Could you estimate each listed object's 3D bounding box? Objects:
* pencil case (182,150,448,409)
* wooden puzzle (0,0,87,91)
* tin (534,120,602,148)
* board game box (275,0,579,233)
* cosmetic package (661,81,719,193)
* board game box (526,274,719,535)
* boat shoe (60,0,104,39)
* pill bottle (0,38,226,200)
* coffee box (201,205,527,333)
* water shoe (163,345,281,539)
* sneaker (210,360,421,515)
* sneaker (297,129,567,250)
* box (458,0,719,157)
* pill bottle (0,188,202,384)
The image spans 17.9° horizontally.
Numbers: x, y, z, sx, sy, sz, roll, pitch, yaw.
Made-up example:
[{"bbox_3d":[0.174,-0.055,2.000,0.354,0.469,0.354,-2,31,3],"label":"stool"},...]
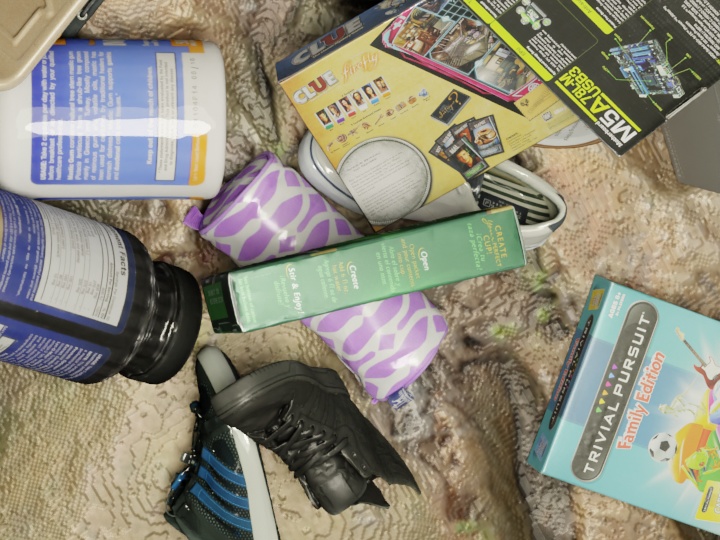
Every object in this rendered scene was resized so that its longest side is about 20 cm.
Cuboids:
[{"bbox_3d":[-0.026,0.006,1.631,0.200,0.084,0.085,46,131,-11],"label":"pencil case"},{"bbox_3d":[-0.227,-0.231,1.542,0.185,0.046,0.200,39,85,31],"label":"wooden puzzle"},{"bbox_3d":[0.098,-0.131,1.616,0.199,0.112,0.042,8,69,-10],"label":"tin"},{"bbox_3d":[0.062,-0.130,1.540,0.199,0.035,0.136,-28,117,9],"label":"board game box"},{"bbox_3d":[0.274,-0.114,1.607,0.090,0.200,0.107,-19,97,-9],"label":"cosmetic package"},{"bbox_3d":[0.245,0.109,1.705,0.199,0.047,0.152,19,93,-12],"label":"board game box"},{"bbox_3d":[-0.146,-0.230,1.581,0.199,0.075,0.066,-38,104,-3],"label":"boat shoe"},{"bbox_3d":[-0.196,-0.104,1.568,0.199,0.112,0.113,0,97,-10],"label":"pill bottle"},{"bbox_3d":[0.000,0.000,1.530,0.199,0.123,0.044,-13,91,-12],"label":"coffee box"},{"bbox_3d":[-0.106,0.157,1.637,0.079,0.072,0.201,-13,97,-3],"label":"water shoe"},{"bbox_3d":[-0.029,0.122,1.603,0.060,0.200,0.105,-31,76,18],"label":"sneaker"},{"bbox_3d":[0.056,-0.069,1.630,0.199,0.071,0.073,15,70,-16],"label":"sneaker"},{"bbox_3d":[0.173,-0.198,1.456,0.193,0.048,0.200,-38,115,26],"label":"box"},{"bbox_3d":[-0.211,0.014,1.554,0.199,0.112,0.112,20,93,-37],"label":"pill bottle"}]
